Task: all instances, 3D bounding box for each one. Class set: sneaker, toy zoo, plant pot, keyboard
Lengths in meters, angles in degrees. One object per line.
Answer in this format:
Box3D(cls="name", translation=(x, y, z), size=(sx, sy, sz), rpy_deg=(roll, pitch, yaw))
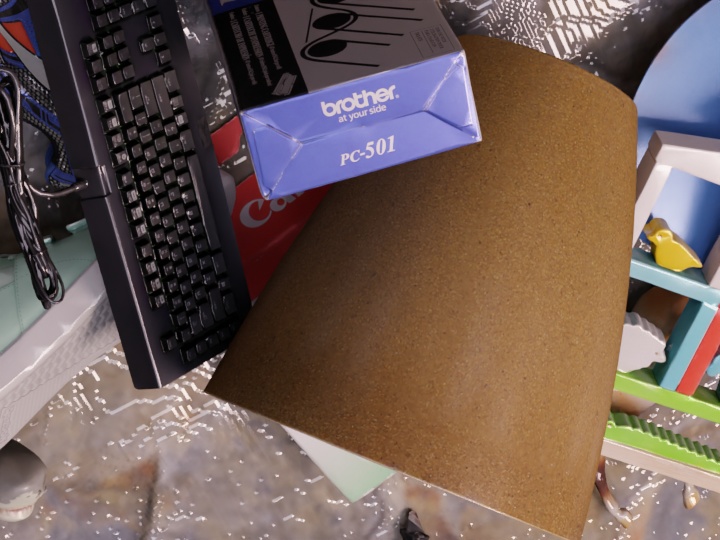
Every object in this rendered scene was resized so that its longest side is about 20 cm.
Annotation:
Box3D(cls="sneaker", translation=(-0.161, -0.008, 0.996), size=(0.200, 0.118, 0.074), rpy_deg=(-41, 159, -17))
Box3D(cls="sneaker", translation=(-0.160, -0.112, 0.953), size=(0.078, 0.075, 0.200), rpy_deg=(-32, 116, 9))
Box3D(cls="toy zoo", translation=(0.178, 0.013, 1.039), size=(0.131, 0.020, 0.200), rpy_deg=(19, 114, -13))
Box3D(cls="plant pot", translation=(0.050, 0.000, 0.961), size=(0.186, 0.186, 0.200), rpy_deg=(23, 86, -20))
Box3D(cls="keyboard", translation=(-0.111, -0.042, 0.924), size=(0.127, 0.021, 0.201), rpy_deg=(-28, 111, -39))

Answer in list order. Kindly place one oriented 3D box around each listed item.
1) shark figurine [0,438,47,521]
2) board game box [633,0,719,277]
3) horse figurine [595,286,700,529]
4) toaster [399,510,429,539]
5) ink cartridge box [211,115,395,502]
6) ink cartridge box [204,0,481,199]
Box3D(cls="shark figurine", translation=(-0.246, 0.093, 1.048), size=(0.214, 0.128, 0.090), rpy_deg=(-10, 93, 13))
Box3D(cls="board game box", translation=(0.220, -0.059, 1.067), size=(0.200, 0.039, 0.158), rpy_deg=(31, 92, -19))
Box3D(cls="horse figurine", translation=(0.165, 0.059, 1.109), size=(0.200, 0.050, 0.133), rpy_deg=(-40, 117, 9))
Box3D(cls="toaster", translation=(0.080, 0.265, 1.124), size=(0.118, 0.181, 0.201), rpy_deg=(3, 116, -15))
Box3D(cls="ink cartridge box", translation=(0.000, 0.000, 1.052), size=(0.161, 0.050, 0.200), rpy_deg=(-36, 119, 7))
Box3D(cls="ink cartridge box", translation=(-0.016, -0.102, 0.911), size=(0.094, 0.200, 0.044), rpy_deg=(-15, 118, -3))
